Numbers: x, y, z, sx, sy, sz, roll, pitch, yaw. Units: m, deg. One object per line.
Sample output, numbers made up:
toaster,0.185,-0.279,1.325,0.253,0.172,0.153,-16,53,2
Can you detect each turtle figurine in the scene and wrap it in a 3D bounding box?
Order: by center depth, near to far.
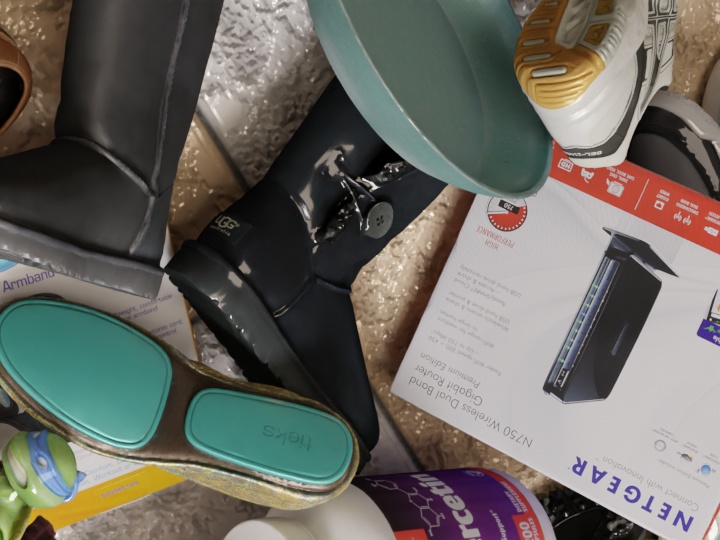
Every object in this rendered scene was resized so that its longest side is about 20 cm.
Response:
turtle figurine,-0.241,0.117,0.644,0.193,0.200,0.145,-35,81,10

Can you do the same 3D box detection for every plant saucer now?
plant saucer,0.030,-0.121,0.721,0.036,0.201,0.200,-27,126,29

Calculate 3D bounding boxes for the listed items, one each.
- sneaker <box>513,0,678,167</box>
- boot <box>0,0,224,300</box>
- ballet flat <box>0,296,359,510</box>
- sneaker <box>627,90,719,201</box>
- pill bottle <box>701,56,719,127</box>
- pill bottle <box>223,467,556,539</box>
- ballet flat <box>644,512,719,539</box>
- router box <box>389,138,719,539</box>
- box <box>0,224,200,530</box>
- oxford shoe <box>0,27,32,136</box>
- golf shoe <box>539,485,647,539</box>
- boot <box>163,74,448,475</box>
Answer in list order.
sneaker,0.146,-0.144,0.792,0.201,0.075,0.088,-59,136,-28
boot,-0.122,-0.099,0.636,0.165,0.065,0.202,25,79,-70
ballet flat,-0.098,0.074,0.715,0.198,0.071,0.071,21,97,-9
sneaker,0.179,-0.001,0.855,0.114,0.075,0.202,-35,124,-34
pill bottle,0.303,-0.082,0.833,0.110,0.200,0.112,-8,110,-23
pill bottle,0.016,0.173,0.798,0.199,0.112,0.113,4,106,-46
ballet flat,0.204,0.183,0.951,0.062,0.067,0.202,15,99,-19
router box,0.143,0.033,0.803,0.181,0.199,0.049,-66,161,6
box,-0.151,0.031,0.740,0.118,0.041,0.202,-18,111,-20
oxford shoe,-0.238,-0.044,0.654,0.200,0.071,0.071,-42,121,-7
golf shoe,0.116,0.223,0.925,0.200,0.078,0.095,-42,137,-7
boot,0.000,0.000,0.780,0.168,0.076,0.201,-47,133,-15
